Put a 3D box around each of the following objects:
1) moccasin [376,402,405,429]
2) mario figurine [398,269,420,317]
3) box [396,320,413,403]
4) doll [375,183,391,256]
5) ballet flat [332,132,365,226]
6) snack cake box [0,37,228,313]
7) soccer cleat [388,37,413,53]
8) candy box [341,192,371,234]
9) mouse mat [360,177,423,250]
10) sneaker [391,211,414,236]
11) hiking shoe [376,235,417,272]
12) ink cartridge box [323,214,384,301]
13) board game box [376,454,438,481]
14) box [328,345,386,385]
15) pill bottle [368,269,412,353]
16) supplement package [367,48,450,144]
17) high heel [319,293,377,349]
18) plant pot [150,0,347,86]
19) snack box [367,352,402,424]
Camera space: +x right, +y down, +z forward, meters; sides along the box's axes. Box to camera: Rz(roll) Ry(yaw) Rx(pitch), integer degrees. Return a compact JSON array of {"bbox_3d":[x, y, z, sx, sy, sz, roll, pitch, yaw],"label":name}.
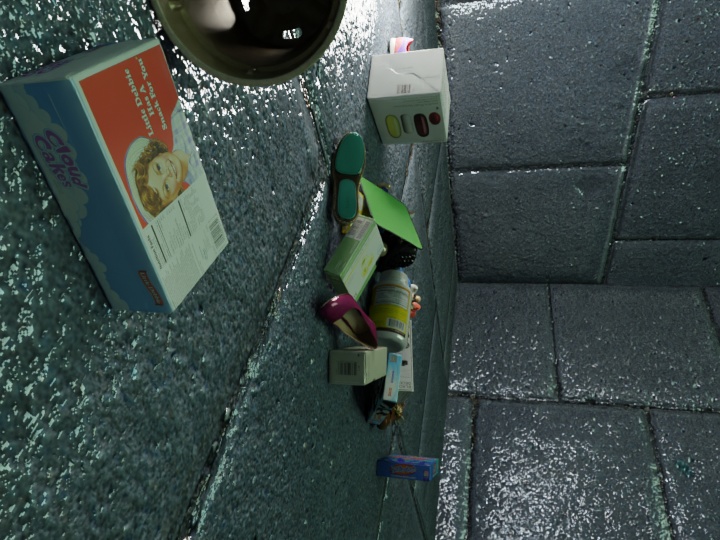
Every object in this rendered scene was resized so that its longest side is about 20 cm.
[{"bbox_3d":[0.089,0.390,1.474,0.201,0.077,0.075,-1,91,-75],"label":"moccasin"},{"bbox_3d":[0.147,0.052,1.620,0.123,0.106,0.202,-29,116,-33],"label":"mario figurine"},{"bbox_3d":[0.099,0.247,1.432,0.117,0.059,0.202,111,-18,-61],"label":"box"},{"bbox_3d":[0.057,-0.121,1.358,0.137,0.048,0.202,88,4,-57],"label":"doll"},{"bbox_3d":[-0.030,-0.184,1.084,0.065,0.070,0.202,130,-30,-70],"label":"ballet flat"},{"bbox_3d":[-0.192,-0.077,0.449,0.115,0.066,0.202,-66,152,-52],"label":"snack cake box"},{"bbox_3d":[0.128,-0.601,1.605,0.068,0.072,0.202,-44,132,-69],"label":"soccer cleat"},{"bbox_3d":[-0.002,-0.120,1.224,0.200,0.026,0.103,25,70,-74],"label":"candy box"},{"bbox_3d":[0.073,-0.139,1.275,0.199,0.008,0.162,26,38,-45],"label":"mouse mat"},{"bbox_3d":[0.106,-0.108,1.470,0.200,0.069,0.110,-160,-108,-83],"label":"sneaker"},{"bbox_3d":[0.092,-0.057,1.381,0.200,0.075,0.102,143,-43,-66],"label":"hiking shoe"},{"bbox_3d":[0.000,0.000,1.117,0.146,0.048,0.201,-59,151,-22],"label":"ink cartridge box"},{"bbox_3d":[0.142,0.573,1.539,0.200,0.150,0.046,45,47,-70],"label":"board game box"},{"bbox_3d":[-0.001,0.201,1.136,0.200,0.081,0.069,19,71,-73],"label":"box"},{"bbox_3d":[0.076,0.103,1.362,0.110,0.108,0.202,68,27,-54],"label":"pill bottle"},{"bbox_3d":[0.136,-0.459,1.418,0.200,0.189,0.149,57,37,-63],"label":"supplement package"},{"bbox_3d":[-0.013,0.104,1.031,0.097,0.067,0.200,56,12,19],"label":"high heel"},{"bbox_3d":[-0.105,-0.317,0.586,0.184,0.198,0.202,-84,168,-67],"label":"plant pot"},{"bbox_3d":[0.058,0.295,1.302,0.201,0.037,0.117,109,-7,-57],"label":"snack box"}]
